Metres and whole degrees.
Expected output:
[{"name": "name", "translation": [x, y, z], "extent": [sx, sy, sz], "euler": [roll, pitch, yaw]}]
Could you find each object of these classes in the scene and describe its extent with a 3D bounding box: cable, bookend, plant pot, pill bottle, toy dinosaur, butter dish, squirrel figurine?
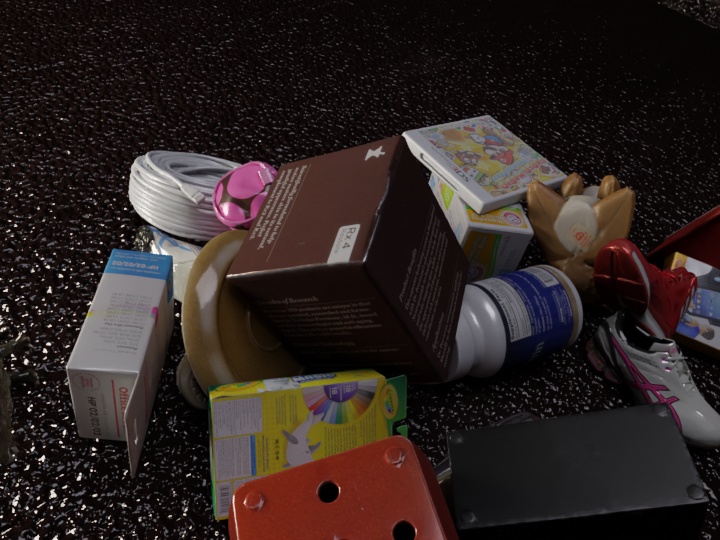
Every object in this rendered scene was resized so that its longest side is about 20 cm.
[{"name": "cable", "translation": [-0.209, -0.105, 0.839], "extent": [0.198, 0.070, 0.199], "euler": [25, 22, 26]}, {"name": "bookend", "translation": [0.196, 0.232, 0.582], "extent": [0.195, 0.202, 0.093], "euler": [-11, 42, 9]}, {"name": "plant pot", "translation": [-0.002, 0.239, 0.456], "extent": [0.196, 0.178, 0.202], "euler": [-14, 48, -7]}, {"name": "pill bottle", "translation": [0.171, 0.067, 0.775], "extent": [0.197, 0.117, 0.116], "euler": [-12, 49, -27]}, {"name": "plant pot", "translation": [-0.107, 0.055, 0.660], "extent": [0.027, 0.202, 0.201], "euler": [-10, 31, 31]}, {"name": "toy dinosaur", "translation": [-0.388, 0.097, 0.605], "extent": [0.199, 0.078, 0.102], "euler": [35, 39, 17]}, {"name": "butter dish", "translation": [0.597, -0.019, 0.972], "extent": [0.196, 0.200, 0.150], "euler": [-8, 70, -22]}, {"name": "squirrel figurine", "translation": [0.333, -0.042, 0.918], "extent": [0.139, 0.204, 0.186], "euler": [0, 8, 25]}]

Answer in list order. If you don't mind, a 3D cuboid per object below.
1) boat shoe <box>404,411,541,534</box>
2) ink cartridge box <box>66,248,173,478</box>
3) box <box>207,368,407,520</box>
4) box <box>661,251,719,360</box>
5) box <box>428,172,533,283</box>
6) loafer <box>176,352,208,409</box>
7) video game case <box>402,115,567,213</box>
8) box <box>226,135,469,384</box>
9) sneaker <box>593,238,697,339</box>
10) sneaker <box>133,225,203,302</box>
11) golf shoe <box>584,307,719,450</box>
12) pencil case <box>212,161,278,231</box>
[{"name": "boat shoe", "translation": [0.122, 0.208, 0.650], "extent": [0.197, 0.073, 0.065], "euler": [-23, 25, -17]}, {"name": "ink cartridge box", "translation": [-0.241, 0.090, 0.626], "extent": [0.067, 0.116, 0.202], "euler": [7, 42, -9]}, {"name": "box", "translation": [-0.047, 0.163, 0.607], "extent": [0.196, 0.120, 0.048], "euler": [-2, 6, -18]}, {"name": "box", "translation": [0.532, 0.067, 0.901], "extent": [0.197, 0.042, 0.121], "euler": [23, 74, 10]}, {"name": "box", "translation": [0.170, -0.083, 0.934], "extent": [0.099, 0.114, 0.202], "euler": [6, 41, -12]}, {"name": "loafer", "translation": [-0.139, 0.085, 0.692], "extent": [0.067, 0.077, 0.200], "euler": [-6, 20, 30]}, {"name": "video game case", "translation": [0.187, -0.167, 0.930], "extent": [0.198, 0.023, 0.182], "euler": [-19, 53, -35]}, {"name": "box", "translation": [0.000, 0.000, 0.661], "extent": [0.162, 0.201, 0.168], "euler": [-6, 47, 32]}, {"name": "sneaker", "translation": [0.386, 0.011, 0.831], "extent": [0.116, 0.201, 0.078], "euler": [-45, 36, -19]}, {"name": "sneaker", "translation": [-0.216, -0.002, 0.756], "extent": [0.198, 0.073, 0.072], "euler": [27, 17, 38]}, {"name": "golf shoe", "translation": [0.381, 0.137, 0.783], "extent": [0.072, 0.093, 0.200], "euler": [-23, 56, -37]}, {"name": "pencil case", "translation": [-0.089, -0.057, 0.766], "extent": [0.092, 0.200, 0.092], "euler": [-22, 62, 19]}]
